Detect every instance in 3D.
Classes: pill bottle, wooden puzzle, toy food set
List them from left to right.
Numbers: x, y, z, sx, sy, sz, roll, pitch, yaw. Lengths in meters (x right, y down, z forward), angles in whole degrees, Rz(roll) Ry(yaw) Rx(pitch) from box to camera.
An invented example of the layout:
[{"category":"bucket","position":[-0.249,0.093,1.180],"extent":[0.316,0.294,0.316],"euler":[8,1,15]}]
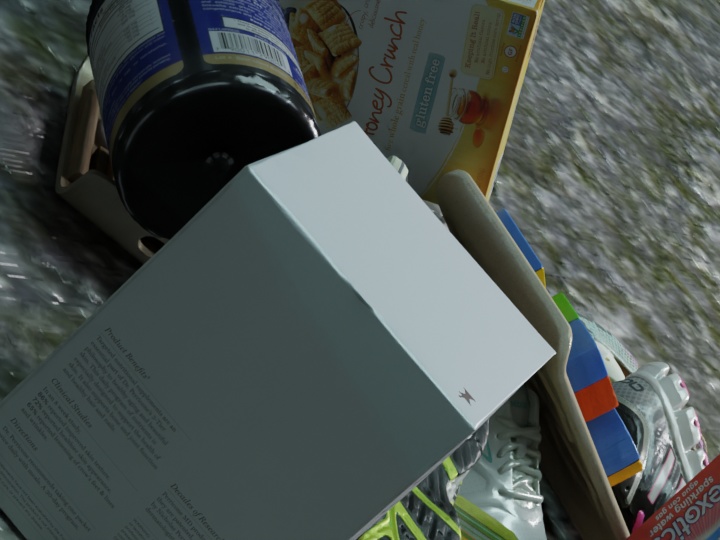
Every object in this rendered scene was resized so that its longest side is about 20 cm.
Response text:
[{"category":"toy food set","position":[-0.097,-0.055,1.540],"extent":[0.143,0.060,0.200],"euler":[40,21,-20]},{"category":"pill bottle","position":[-0.090,-0.110,1.461],"extent":[0.112,0.112,0.200],"euler":[34,23,-31]},{"category":"wooden puzzle","position":[0.115,0.055,1.619],"extent":[0.185,0.046,0.200],"euler":[-121,-170,-48]}]

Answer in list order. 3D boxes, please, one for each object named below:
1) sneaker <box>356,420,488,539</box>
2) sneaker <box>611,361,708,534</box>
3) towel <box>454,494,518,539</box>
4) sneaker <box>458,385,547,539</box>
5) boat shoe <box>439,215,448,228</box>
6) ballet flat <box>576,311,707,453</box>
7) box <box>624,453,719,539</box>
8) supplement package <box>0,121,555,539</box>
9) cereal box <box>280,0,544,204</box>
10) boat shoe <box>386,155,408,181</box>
[{"category":"sneaker","position":[0.014,0.114,1.390],"extent":[0.075,0.076,0.200],"euler":[31,35,-7]},{"category":"sneaker","position":[0.180,0.157,1.690],"extent":[0.087,0.074,0.200],"euler":[-8,71,-25]},{"category":"towel","position":[0.063,0.199,1.409],"extent":[0.086,0.018,0.200],"euler":[34,33,-31]},{"category":"sneaker","position":[0.071,0.108,1.552],"extent":[0.070,0.080,0.200],"euler":[24,32,-50]},{"category":"boat shoe","position":[0.056,0.008,1.735],"extent":[0.069,0.072,0.200],"euler":[47,11,0]},{"category":"ballet flat","position":[0.168,0.091,1.785],"extent":[0.200,0.069,0.071],"euler":[41,5,-24]},{"category":"box","position":[0.229,0.177,1.561],"extent":[0.100,0.200,0.096],"euler":[28,26,-42]},{"category":"supplement package","position":[-0.045,0.060,1.229],"extent":[0.152,0.200,0.151],"euler":[49,20,4]},{"category":"cereal box","position":[-0.001,-0.129,1.640],"extent":[0.200,0.144,0.040],"euler":[17,28,6]},{"category":"boat shoe","position":[0.000,0.000,1.528],"extent":[0.062,0.075,0.200],"euler":[51,23,-21]}]
